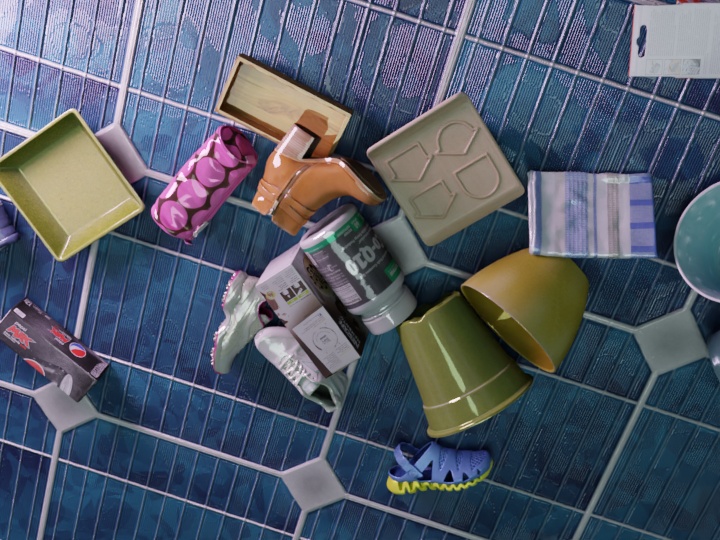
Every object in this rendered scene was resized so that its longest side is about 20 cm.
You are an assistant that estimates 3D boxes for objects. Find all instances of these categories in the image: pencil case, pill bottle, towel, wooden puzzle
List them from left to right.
[{"bbox_3d":[-0.251,-0.139,1.495,0.200,0.091,0.094,-48,64,23],"label":"pencil case"},{"bbox_3d":[0.000,0.000,1.501,0.113,0.113,0.200,-32,105,18],"label":"pill bottle"},{"bbox_3d":[0.136,-0.161,1.459,0.185,0.046,0.200,-30,109,18],"label":"wooden puzzle"},{"bbox_3d":[0.359,-0.089,1.420,0.199,0.024,0.148,2,70,5],"label":"towel"}]

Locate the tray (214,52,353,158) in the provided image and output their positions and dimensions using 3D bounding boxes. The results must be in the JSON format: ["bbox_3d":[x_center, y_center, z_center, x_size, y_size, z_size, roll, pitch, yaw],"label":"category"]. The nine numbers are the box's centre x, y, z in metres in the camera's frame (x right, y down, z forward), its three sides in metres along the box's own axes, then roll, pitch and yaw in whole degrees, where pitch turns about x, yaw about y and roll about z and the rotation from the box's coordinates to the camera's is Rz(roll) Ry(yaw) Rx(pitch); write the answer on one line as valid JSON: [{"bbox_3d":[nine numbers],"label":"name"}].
[{"bbox_3d":[-0.122,-0.256,1.458,0.199,0.037,0.099,27,113,-3],"label":"tray"}]

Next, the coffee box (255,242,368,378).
[{"bbox_3d":[-0.078,0.065,1.537,0.080,0.113,0.200,-32,104,18],"label":"coffee box"}]

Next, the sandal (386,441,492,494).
[{"bbox_3d":[0.138,0.347,1.642,0.199,0.080,0.087,-10,106,10],"label":"sandal"}]

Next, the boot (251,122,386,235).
[{"bbox_3d":[-0.068,-0.117,1.434,0.200,0.074,0.155,37,107,18],"label":"boot"}]

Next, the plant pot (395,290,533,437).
[{"bbox_3d":[0.155,0.142,1.514,0.200,0.200,0.190,-28,92,17],"label":"plant pot"}]

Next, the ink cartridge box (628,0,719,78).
[{"bbox_3d":[0.496,-0.339,1.336,0.199,0.050,0.109,2,112,8],"label":"ink cartridge box"}]

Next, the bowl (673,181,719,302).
[{"bbox_3d":[0.591,-0.032,1.386,0.201,0.201,0.105,-39,143,20],"label":"bowl"}]

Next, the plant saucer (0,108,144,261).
[{"bbox_3d":[-0.488,-0.146,1.543,0.200,0.048,0.200,-29,105,18],"label":"plant saucer"}]

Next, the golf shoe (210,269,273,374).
[{"bbox_3d":[-0.205,0.101,1.591,0.091,0.075,0.201,16,114,-3],"label":"golf shoe"}]

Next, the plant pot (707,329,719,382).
[{"bbox_3d":[0.661,0.124,1.430,0.188,0.200,0.200,-31,105,34],"label":"plant pot"}]

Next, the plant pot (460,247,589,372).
[{"bbox_3d":[0.281,0.043,1.455,0.142,0.200,0.200,-45,101,-7],"label":"plant pot"}]

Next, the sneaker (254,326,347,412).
[{"bbox_3d":[-0.100,0.170,1.585,0.200,0.080,0.070,38,112,-18],"label":"sneaker"}]

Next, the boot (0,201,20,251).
[{"bbox_3d":[-0.697,-0.049,1.594,0.199,0.073,0.091,-25,101,15],"label":"boot"}]

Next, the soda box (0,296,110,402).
[{"bbox_3d":[-0.562,0.144,1.660,0.200,0.063,0.071,42,111,-9],"label":"soda box"}]
